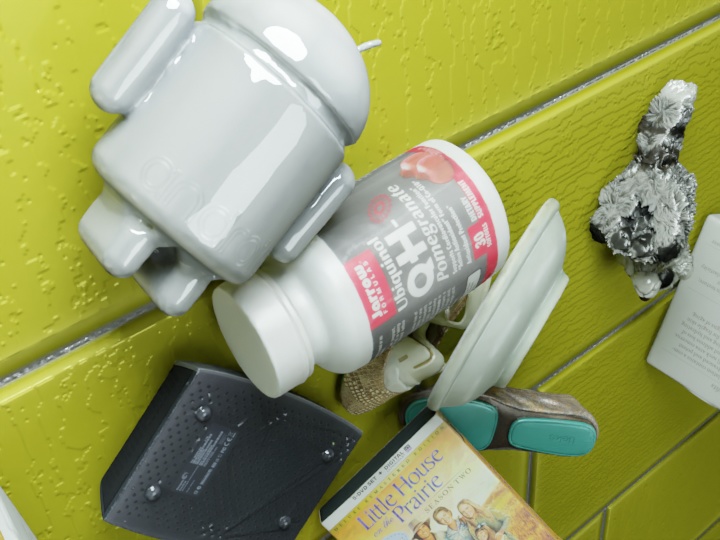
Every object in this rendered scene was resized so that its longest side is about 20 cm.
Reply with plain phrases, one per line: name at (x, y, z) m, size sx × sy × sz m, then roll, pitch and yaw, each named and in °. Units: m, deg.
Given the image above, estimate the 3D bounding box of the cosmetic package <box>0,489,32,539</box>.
cosmetic package at (-0.230, 0.267, 0.530) m, size 0.165 × 0.167 × 0.203 m, roll -31°, pitch 134°, yaw -21°

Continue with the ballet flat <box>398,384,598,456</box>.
ballet flat at (0.127, 0.135, 0.862) m, size 0.195 × 0.068 × 0.069 m, roll 13°, pitch 116°, yaw -11°

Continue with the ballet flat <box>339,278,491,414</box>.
ballet flat at (0.054, 0.042, 0.744) m, size 0.070 × 0.065 × 0.202 m, roll 26°, pitch 96°, yaw -46°

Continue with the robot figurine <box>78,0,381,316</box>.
robot figurine at (-0.070, -0.075, 0.511) m, size 0.201 × 0.112 × 0.169 m, roll -52°, pitch 132°, yaw -3°

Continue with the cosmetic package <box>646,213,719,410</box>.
cosmetic package at (0.482, 0.057, 1.087) m, size 0.164 × 0.167 × 0.204 m, roll -4°, pitch 119°, yaw -42°

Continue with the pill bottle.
pill bottle at (0.000, 0.000, 0.630) m, size 0.198 × 0.110 × 0.112 m, roll -32°, pitch 134°, yaw -24°

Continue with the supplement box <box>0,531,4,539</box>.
supplement box at (-0.277, 0.084, 0.426) m, size 0.130 × 0.103 × 0.203 m, roll -33°, pitch 134°, yaw -21°

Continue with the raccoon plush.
raccoon plush at (0.313, -0.069, 0.907) m, size 0.133 × 0.096 × 0.203 m, roll 17°, pitch 103°, yaw -56°

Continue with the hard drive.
hard drive at (-0.094, 0.142, 0.686) m, size 0.199 × 0.042 × 0.136 m, roll 31°, pitch 93°, yaw -49°

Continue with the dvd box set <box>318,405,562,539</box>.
dvd box set at (0.079, 0.239, 0.828) m, size 0.146 × 0.029 × 0.200 m, roll -42°, pitch 105°, yaw 3°

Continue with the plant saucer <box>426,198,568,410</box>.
plant saucer at (0.126, 0.040, 0.754) m, size 0.202 × 0.050 × 0.201 m, roll -56°, pitch 170°, yaw -15°
